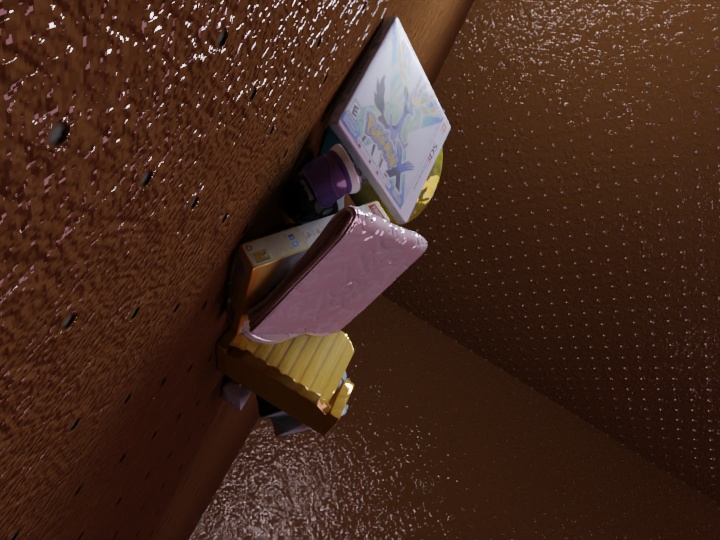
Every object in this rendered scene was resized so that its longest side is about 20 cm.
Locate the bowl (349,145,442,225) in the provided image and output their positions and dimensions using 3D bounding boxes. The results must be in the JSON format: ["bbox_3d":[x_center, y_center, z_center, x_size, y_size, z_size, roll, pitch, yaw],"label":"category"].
[{"bbox_3d":[0.028,-0.182,0.881,0.105,0.201,0.204,4,125,-42],"label":"bowl"}]

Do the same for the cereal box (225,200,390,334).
[{"bbox_3d":[-0.066,-0.004,0.665,0.196,0.040,0.145,-21,154,-32],"label":"cereal box"}]

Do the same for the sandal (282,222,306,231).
[{"bbox_3d":[-0.101,-0.032,0.759,0.212,0.075,0.072,129,-40,-49],"label":"sandal"}]

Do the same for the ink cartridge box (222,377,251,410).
[{"bbox_3d":[-0.201,0.148,0.995,0.203,0.049,0.164,103,14,-54],"label":"ink cartridge box"}]

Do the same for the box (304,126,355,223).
[{"bbox_3d":[-0.038,-0.143,0.801,0.083,0.048,0.202,-61,179,-41],"label":"box"}]

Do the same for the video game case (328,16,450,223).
[{"bbox_3d":[0.051,-0.201,0.740,0.200,0.022,0.186,48,61,-43],"label":"video game case"}]

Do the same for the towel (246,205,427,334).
[{"bbox_3d":[-0.023,0.009,0.658,0.191,0.033,0.198,-44,157,19],"label":"towel"}]

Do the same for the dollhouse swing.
[{"bbox_3d":[-0.092,0.118,0.830,0.178,0.196,0.183,-59,179,-28],"label":"dollhouse swing"}]

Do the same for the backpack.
[{"bbox_3d":[-0.106,0.215,1.017,0.170,0.158,0.200,-18,-176,0],"label":"backpack"}]

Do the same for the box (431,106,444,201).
[{"bbox_3d":[0.095,-0.248,1.044,0.201,0.083,0.169,-99,-167,-65],"label":"box"}]

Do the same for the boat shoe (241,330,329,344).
[{"bbox_3d":[-0.090,0.057,0.775,0.069,0.073,0.197,-35,159,34],"label":"boat shoe"}]

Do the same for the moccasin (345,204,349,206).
[{"bbox_3d":[-0.008,-0.062,0.857,0.201,0.075,0.076,126,-17,-80],"label":"moccasin"}]

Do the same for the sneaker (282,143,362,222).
[{"bbox_3d":[-0.065,-0.098,0.680,0.086,0.077,0.200,-30,180,-13],"label":"sneaker"}]
